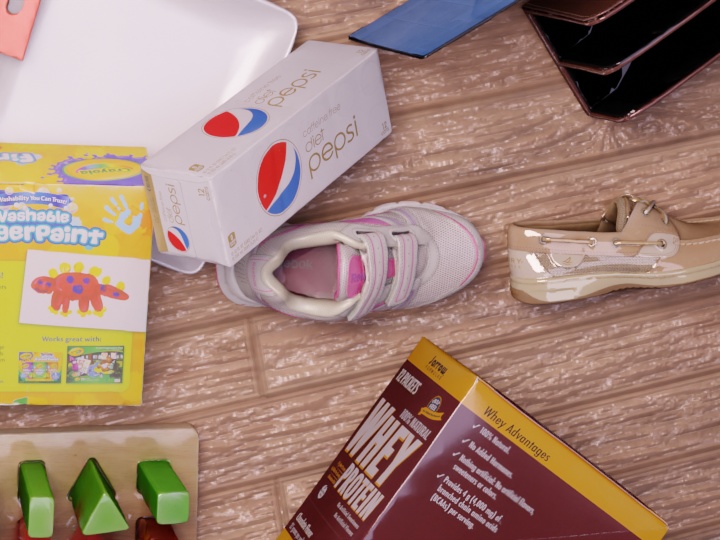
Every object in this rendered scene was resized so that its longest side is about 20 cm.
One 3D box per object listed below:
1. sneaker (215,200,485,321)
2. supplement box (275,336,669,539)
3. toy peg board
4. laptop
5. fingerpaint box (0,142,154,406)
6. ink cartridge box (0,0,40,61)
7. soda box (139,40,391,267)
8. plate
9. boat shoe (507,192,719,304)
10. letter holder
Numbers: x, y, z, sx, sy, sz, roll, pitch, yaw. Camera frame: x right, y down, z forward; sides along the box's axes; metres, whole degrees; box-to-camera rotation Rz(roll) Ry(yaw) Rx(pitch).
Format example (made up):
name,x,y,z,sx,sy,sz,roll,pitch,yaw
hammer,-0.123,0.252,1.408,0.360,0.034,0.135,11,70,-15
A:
name,x,y,z,sx,sy,sz,roll,pitch,yaw
sneaker,0.000,0.000,1.342,0.198,0.088,0.082,-8,103,-14
supplement box,0.078,0.196,1.379,0.197,0.133,0.201,37,89,-18
toy peg board,-0.208,0.220,1.322,0.198,0.098,0.201,-1,101,-15
laptop,0.078,-0.246,1.264,0.115,0.187,0.202,3,100,-17
fingerpaint box,-0.243,0.002,1.259,0.198,0.073,0.168,0,116,-12
ink cartridge box,-0.303,-0.216,1.218,0.198,0.050,0.110,17,96,-7
soda box,-0.061,-0.083,1.261,0.200,0.063,0.069,-43,133,-43
plate,-0.167,-0.123,1.301,0.199,0.032,0.201,21,94,-18
boat shoe,0.208,-0.023,1.406,0.198,0.071,0.065,-11,104,-12
letter holder,0.241,-0.202,1.343,0.199,0.142,0.101,-37,108,-6
